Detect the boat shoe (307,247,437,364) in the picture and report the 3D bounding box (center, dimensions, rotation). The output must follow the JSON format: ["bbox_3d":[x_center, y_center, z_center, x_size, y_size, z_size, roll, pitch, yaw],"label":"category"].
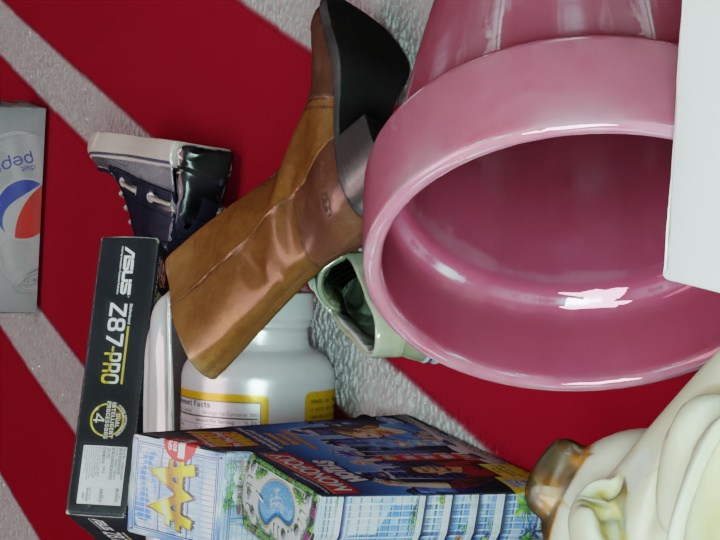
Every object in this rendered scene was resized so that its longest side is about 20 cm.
[{"bbox_3d":[0.000,0.000,1.360,0.200,0.062,0.072,-141,55,-59],"label":"boat shoe"}]

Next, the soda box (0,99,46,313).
[{"bbox_3d":[-0.344,-0.062,2.106,0.068,0.063,0.201,-158,70,-65],"label":"soda box"}]

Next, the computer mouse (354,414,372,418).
[{"bbox_3d":[0.002,0.192,1.392,0.059,0.034,0.201,163,105,-63],"label":"computer mouse"}]

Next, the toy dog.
[{"bbox_3d":[0.147,0.103,0.960,0.200,0.139,0.195,141,137,-59],"label":"toy dog"}]

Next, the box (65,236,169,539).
[{"bbox_3d":[-0.158,0.096,1.560,0.161,0.049,0.201,73,-160,-69],"label":"box"}]

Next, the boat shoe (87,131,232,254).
[{"bbox_3d":[-0.165,-0.056,1.702,0.200,0.074,0.093,12,93,64],"label":"boat shoe"}]

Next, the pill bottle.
[{"bbox_3d":[-0.069,0.114,1.462,0.104,0.104,0.201,-174,85,-65],"label":"pill bottle"}]

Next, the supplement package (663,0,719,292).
[{"bbox_3d":[0.218,-0.040,0.817,0.200,0.121,0.120,-161,72,-64],"label":"supplement package"}]

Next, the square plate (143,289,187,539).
[{"bbox_3d":[-0.122,0.110,1.548,0.198,0.028,0.201,-11,-77,-82],"label":"square plate"}]

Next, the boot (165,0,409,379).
[{"bbox_3d":[-0.048,-0.055,1.375,0.200,0.068,0.189,-42,48,30],"label":"boot"}]

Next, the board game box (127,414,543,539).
[{"bbox_3d":[-0.021,0.131,1.243,0.200,0.199,0.062,-160,73,-64],"label":"board game box"}]

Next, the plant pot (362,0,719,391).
[{"bbox_3d":[0.101,-0.071,1.014,0.200,0.199,0.180,123,155,-49],"label":"plant pot"}]
